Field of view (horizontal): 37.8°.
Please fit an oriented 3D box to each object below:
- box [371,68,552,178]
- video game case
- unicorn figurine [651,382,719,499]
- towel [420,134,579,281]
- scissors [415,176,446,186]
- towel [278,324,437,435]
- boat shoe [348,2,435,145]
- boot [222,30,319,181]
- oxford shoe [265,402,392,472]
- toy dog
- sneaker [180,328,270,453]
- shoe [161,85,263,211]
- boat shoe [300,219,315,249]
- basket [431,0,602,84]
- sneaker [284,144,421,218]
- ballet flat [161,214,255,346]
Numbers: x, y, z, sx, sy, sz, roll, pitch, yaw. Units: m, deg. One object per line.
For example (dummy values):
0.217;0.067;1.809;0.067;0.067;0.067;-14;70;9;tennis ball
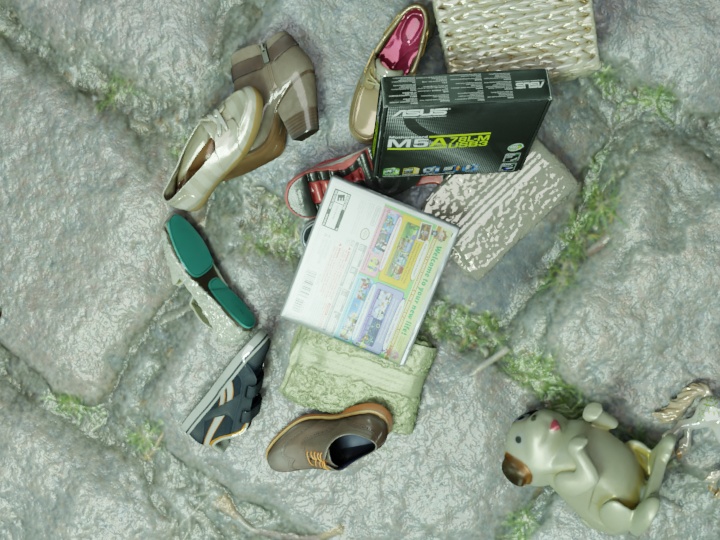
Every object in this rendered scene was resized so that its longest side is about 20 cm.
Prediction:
0.116;-0.174;1.273;0.197;0.193;0.048;-3;72;-5;box
0.011;0.002;1.373;0.180;0.022;0.202;22;102;-1;video game case
0.491;0.227;1.374;0.200;0.074;0.138;43;98;2;unicorn figurine
0.180;-0.096;1.403;0.200;0.034;0.133;-43;97;6;towel
0.073;-0.119;1.430;0.198;0.014;0.074;-30;92;7;scissors
-0.005;0.138;1.448;0.197;0.036;0.150;17;97;6;towel
0.036;-0.264;1.395;0.073;0.069;0.202;24;97;5;boat shoe
-0.145;-0.226;1.429;0.198;0.070;0.148;-25;82;15;boot
-0.053;0.238;1.427;0.198;0.073;0.072;-25;109;25;oxford shoe
0.287;0.251;1.380;0.198;0.195;0.140;26;60;8;toy dog
-0.166;0.168;1.444;0.079;0.079;0.201;38;118;0;sneaker
-0.196;-0.159;1.387;0.201;0.053;0.070;-53;54;21;shoe
0.000;0.000;1.421;0.199;0.068;0.072;39;98;2;boat shoe
0.188;-0.308;1.310;0.197;0.198;0.163;-9;95;7;basket
-0.011;-0.134;1.408;0.197;0.087;0.075;-16;110;-7;sneaker
-0.225;0.021;1.454;0.071;0.072;0.201;-35;89;8;ballet flat
